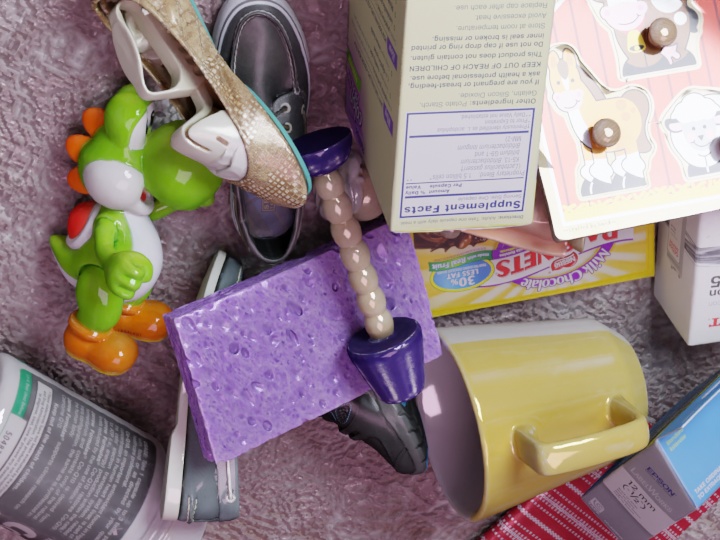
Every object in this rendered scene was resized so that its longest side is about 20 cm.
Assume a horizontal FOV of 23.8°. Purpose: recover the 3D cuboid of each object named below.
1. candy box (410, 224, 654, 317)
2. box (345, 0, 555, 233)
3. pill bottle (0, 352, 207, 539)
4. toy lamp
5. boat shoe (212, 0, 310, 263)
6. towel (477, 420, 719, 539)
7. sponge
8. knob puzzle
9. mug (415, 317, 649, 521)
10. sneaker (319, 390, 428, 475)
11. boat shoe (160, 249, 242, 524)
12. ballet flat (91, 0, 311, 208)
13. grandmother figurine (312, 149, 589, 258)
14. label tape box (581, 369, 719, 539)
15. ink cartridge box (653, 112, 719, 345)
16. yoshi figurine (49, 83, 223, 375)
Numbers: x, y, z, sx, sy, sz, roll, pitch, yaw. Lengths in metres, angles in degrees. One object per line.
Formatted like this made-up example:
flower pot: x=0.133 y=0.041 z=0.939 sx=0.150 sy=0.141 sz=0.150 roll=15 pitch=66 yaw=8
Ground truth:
candy box: x=0.128 y=-0.024 z=1.303 sx=0.199 sy=0.026 sz=0.103 roll=-11 pitch=126 yaw=-6
box: x=0.054 y=-0.155 z=1.113 sx=0.096 sy=0.176 sz=0.201 roll=-3 pitch=122 yaw=-11
pill bottle: x=-0.217 y=0.155 z=1.283 sx=0.200 sy=0.113 sz=0.113 roll=34 pitch=109 yaw=-27
toy lamp: x=0.000 y=0.000 z=1.191 sx=0.058 sy=0.058 sz=0.201 roll=-18 pitch=110 yaw=-1
boat shoe: x=-0.064 y=-0.098 z=1.194 sx=0.068 sy=0.057 sz=0.201 roll=-7 pitch=123 yaw=-8
towel: x=0.202 y=0.216 z=1.474 sx=0.144 sy=0.023 sz=0.200 roll=38 pitch=105 yaw=-27
sponge: x=-0.039 y=0.047 z=1.229 sx=0.199 sy=0.030 sz=0.112 roll=-24 pitch=107 yaw=-26
knob puzzle: x=0.200 y=-0.135 z=1.179 sx=0.218 sy=0.030 sz=0.221 roll=1 pitch=84 yaw=-7
mug: x=0.143 y=0.116 z=1.311 sx=0.152 sy=0.187 sz=0.150 roll=-11 pitch=135 yaw=-16
sneaker: x=-0.019 y=0.087 z=1.318 sx=0.082 sy=0.073 sz=0.200 roll=-32 pitch=113 yaw=12
boat shoe: x=-0.103 y=0.087 z=1.255 sx=0.061 sy=0.073 sz=0.201 roll=10 pitch=85 yaw=-8
ballet flat: x=-0.111 y=-0.114 z=1.123 sx=0.200 sy=0.065 sz=0.070 roll=54 pitch=145 yaw=0
grandmother figurine: x=0.063 y=-0.049 z=1.222 sx=0.199 sy=0.121 sz=0.061 roll=7 pitch=104 yaw=9
label tape box: x=0.268 y=0.128 z=1.313 sx=0.143 sy=0.200 sz=0.066 roll=-39 pitch=83 yaw=-25
ink cartridge box: x=0.309 y=-0.052 z=1.293 sx=0.146 sy=0.083 sz=0.201 roll=-7 pitch=122 yaw=-9
yoshi figurine: x=-0.146 y=-0.029 z=1.197 sx=0.112 sy=0.112 sz=0.201 roll=-6 pitch=122 yaw=-28
